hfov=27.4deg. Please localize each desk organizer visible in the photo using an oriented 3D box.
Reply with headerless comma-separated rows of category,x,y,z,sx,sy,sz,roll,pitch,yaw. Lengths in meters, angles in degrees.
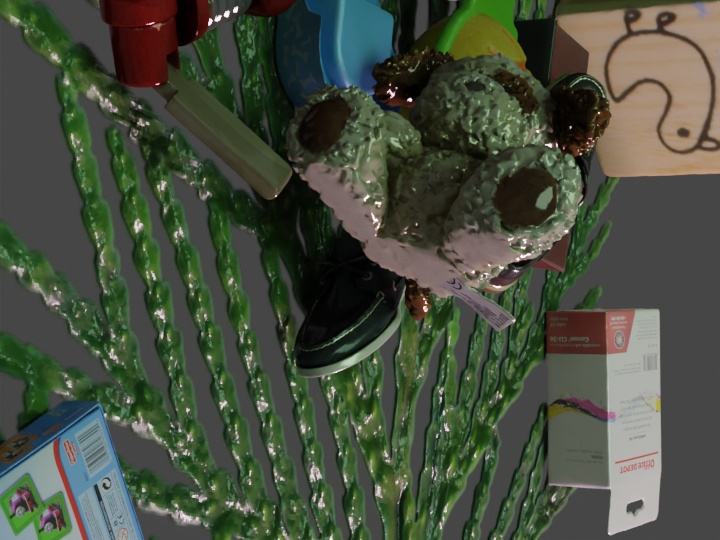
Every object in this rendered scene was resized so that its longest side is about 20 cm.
desk organizer,0.138,-0.103,1.241,0.077,0.071,0.201,23,72,-55

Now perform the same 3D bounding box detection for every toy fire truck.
toy fire truck,-0.086,-0.161,0.897,0.176,0.128,0.201,-37,131,-49

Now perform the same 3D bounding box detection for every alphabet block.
alphabet block,0.329,-0.218,1.398,0.197,0.199,0.196,-50,128,-42

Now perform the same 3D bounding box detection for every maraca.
maraca,0.083,-0.144,1.127,0.137,0.106,0.201,51,52,-61

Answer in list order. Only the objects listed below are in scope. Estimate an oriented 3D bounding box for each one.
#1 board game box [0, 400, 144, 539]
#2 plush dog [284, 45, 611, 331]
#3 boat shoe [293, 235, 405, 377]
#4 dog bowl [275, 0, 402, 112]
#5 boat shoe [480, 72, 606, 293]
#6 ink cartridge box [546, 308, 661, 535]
board game box,-0.197,0.184,0.802,0.200,0.036,0.152,-37,120,-49
plush dog,0.071,-0.072,0.987,0.172,0.199,0.161,-58,156,-29
boat shoe,0.002,0.000,1.048,0.199,0.074,0.066,-46,124,-45
dog bowl,-0.010,-0.199,1.049,0.111,0.049,0.201,15,78,-54
boat shoe,0.150,-0.071,1.150,0.073,0.065,0.201,33,72,-21
ink cartridge box,0.227,0.136,1.372,0.116,0.067,0.201,1,88,-54
